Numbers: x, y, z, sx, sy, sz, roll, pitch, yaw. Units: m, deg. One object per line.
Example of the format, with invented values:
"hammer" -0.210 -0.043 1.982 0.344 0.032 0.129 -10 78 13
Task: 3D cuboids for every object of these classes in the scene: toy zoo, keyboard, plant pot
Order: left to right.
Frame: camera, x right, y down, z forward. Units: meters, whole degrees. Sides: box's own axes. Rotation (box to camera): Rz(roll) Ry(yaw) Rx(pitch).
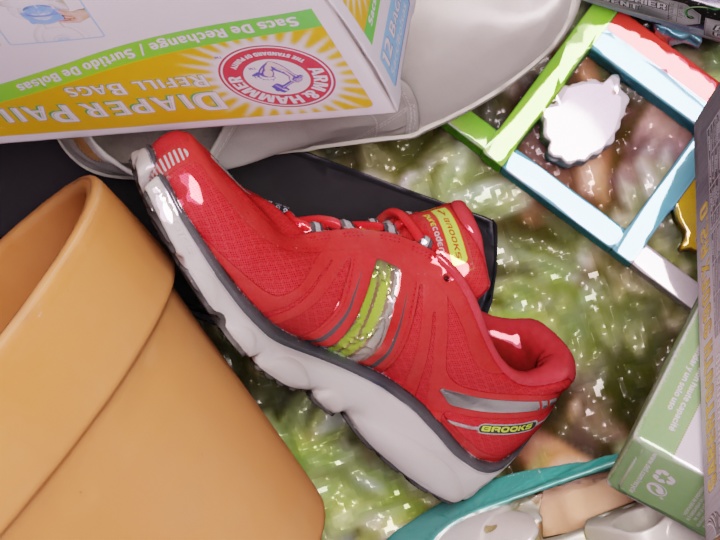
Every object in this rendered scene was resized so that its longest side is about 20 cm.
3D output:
"plant pot" -0.106 0.086 0.988 0.140 0.200 0.200 41 86 -12
"keyboard" -0.041 -0.031 1.076 0.199 0.040 0.104 20 108 1
"toy zoo" 0.133 -0.058 1.077 0.200 0.020 0.131 36 85 4

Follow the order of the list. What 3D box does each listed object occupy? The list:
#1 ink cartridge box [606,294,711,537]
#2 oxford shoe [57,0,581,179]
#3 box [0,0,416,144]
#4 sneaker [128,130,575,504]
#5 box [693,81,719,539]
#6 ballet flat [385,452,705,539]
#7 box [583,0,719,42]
"ink cartridge box" 0.205 0.060 1.005 0.200 0.048 0.146 29 60 4
"oxford shoe" -0.017 -0.076 1.015 0.199 0.058 0.075 -16 93 5
"box" -0.086 -0.117 0.956 0.199 0.101 0.113 -4 60 21
"sneaker" 0.000 0.000 1.004 0.085 0.077 0.200 -44 127 12
"box" 0.195 0.035 0.961 0.158 0.048 0.201 6 61 -9
"ballet flat" 0.082 0.098 1.036 0.200 0.070 0.068 -21 85 -2
"box" 0.143 -0.185 1.066 0.137 0.040 0.201 16 76 1
